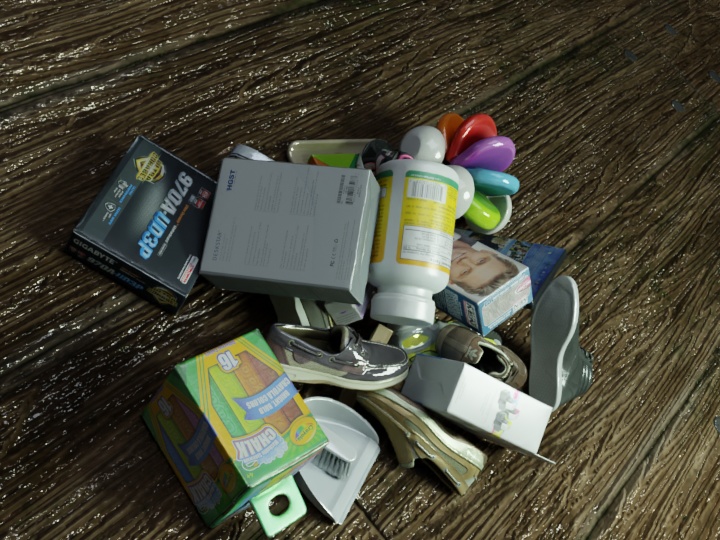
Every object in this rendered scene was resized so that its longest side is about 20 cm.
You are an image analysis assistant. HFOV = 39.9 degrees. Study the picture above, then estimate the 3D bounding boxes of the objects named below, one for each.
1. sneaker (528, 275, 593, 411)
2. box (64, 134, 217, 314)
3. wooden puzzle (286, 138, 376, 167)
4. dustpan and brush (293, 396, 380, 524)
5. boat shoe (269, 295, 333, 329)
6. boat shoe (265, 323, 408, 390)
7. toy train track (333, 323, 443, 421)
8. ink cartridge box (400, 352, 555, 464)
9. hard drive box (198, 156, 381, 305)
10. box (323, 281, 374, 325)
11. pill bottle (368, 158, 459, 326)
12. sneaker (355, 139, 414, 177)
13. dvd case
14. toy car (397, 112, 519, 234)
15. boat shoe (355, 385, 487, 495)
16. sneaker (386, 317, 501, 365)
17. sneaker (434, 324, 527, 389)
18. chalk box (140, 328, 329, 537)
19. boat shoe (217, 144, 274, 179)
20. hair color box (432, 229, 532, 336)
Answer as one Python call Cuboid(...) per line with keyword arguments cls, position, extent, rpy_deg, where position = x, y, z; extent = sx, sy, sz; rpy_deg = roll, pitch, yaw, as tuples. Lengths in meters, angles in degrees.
Cuboid(cls="sneaker", position=(0.302, 0.104, 1.461), extent=(0.099, 0.070, 0.203), rpy_deg=(-5, 104, -48))
Cuboid(cls="box", position=(-0.260, -0.062, 1.261), extent=(0.158, 0.046, 0.201), rpy_deg=(32, 45, -11))
Cuboid(cls="wooden puzzle", position=(0.001, -0.116, 1.491), extent=(0.184, 0.037, 0.202), rpy_deg=(-7, 62, -38))
Cuboid(cls="dustpan and brush", position=(-0.066, 0.190, 1.194), extent=(0.199, 0.057, 0.140), rpy_deg=(37, 45, -3))
Cuboid(cls="boat shoe", position=(-0.083, 0.020, 1.307), extent=(0.060, 0.072, 0.204), rpy_deg=(0, 64, -37))
Cuboid(cls="boat shoe", position=(-0.026, 0.100, 1.216), extent=(0.198, 0.065, 0.072), rpy_deg=(6, 27, -21))
Cuboid(cls="toy train track", position=(0.034, 0.143, 1.311), extent=(0.199, 0.032, 0.116), rpy_deg=(31, 85, -23))
Cuboid(cls="ink cartridge box", position=(0.165, 0.180, 1.295), extent=(0.199, 0.115, 0.068), rpy_deg=(29, 79, -28))
Cuboid(cls="hard drive box", position=(-0.086, -0.050, 1.242), extent=(0.198, 0.077, 0.158), rpy_deg=(7, 76, 14))
Cuboid(cls="box", position=(0.000, 0.000, 1.345), extent=(0.039, 0.041, 0.201), rpy_deg=(57, 29, -22))
Cuboid(cls="pill bottle", position=(0.065, -0.034, 1.291), extent=(0.112, 0.112, 0.203), rpy_deg=(11, 79, -27))
Cuboid(cls="sneaker", position=(0.052, -0.142, 1.447), extent=(0.080, 0.087, 0.201), rpy_deg=(18, 32, -24))
Cuboid(cls="dvd case", position=(0.187, -0.007, 1.462), extent=(0.198, 0.018, 0.143), rpy_deg=(13, 39, 28))
Cuboid(cls="toy car", position=(0.170, -0.160, 1.529), extent=(0.174, 0.150, 0.201), rpy_deg=(17, 35, -50))
Cuboid(cls="boat shoe", position=(0.069, 0.218, 1.263), extent=(0.199, 0.072, 0.077), rpy_deg=(35, 77, -8))
Cuboid(cls="sneaker", position=(0.115, 0.108, 1.391), extent=(0.198, 0.075, 0.077), rpy_deg=(9, 84, -33))
Cuboid(cls="sneaker", position=(0.181, 0.136, 1.359), extent=(0.199, 0.071, 0.075), rpy_deg=(27, 3, -43))
Cuboid(cls="chalk box", position=(-0.129, 0.194, 1.103), extent=(0.124, 0.124, 0.201), rpy_deg=(-24, 73, -43))
Cuboid(cls="boat shoe", position=(-0.104, -0.102, 1.377), extent=(0.198, 0.074, 0.069), rpy_deg=(29, 63, -5))
Cuboid(cls="hair color box", position=(0.134, 0.005, 1.382), extent=(0.100, 0.061, 0.199), rpy_deg=(-33, 40, -24))
